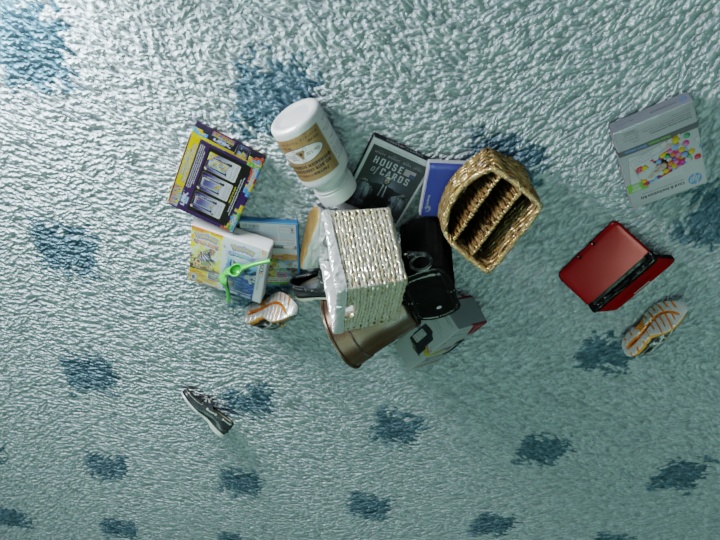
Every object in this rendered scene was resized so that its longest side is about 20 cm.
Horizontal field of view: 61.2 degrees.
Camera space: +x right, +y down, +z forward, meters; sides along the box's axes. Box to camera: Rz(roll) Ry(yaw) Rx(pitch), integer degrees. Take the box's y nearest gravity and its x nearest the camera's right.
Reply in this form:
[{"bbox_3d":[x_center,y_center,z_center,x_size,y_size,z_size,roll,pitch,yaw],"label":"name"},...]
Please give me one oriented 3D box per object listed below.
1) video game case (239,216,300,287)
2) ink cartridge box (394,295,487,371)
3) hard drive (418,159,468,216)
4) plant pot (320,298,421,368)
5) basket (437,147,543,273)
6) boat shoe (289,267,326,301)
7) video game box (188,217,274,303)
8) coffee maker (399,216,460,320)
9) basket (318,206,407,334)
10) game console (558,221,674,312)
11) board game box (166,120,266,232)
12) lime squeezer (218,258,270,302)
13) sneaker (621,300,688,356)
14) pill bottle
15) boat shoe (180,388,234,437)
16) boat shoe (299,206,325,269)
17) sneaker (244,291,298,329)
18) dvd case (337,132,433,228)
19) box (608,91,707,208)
[{"bbox_3d":[-0.218,-0.041,1.491,0.138,0.018,0.204,3,131,1],"label":"video game case"},{"bbox_3d":[0.202,0.160,1.545,0.144,0.084,0.200,-7,148,-48],"label":"ink cartridge box"},{"bbox_3d":[0.232,-0.174,1.319,0.193,0.026,0.135,1,132,-6],"label":"hard drive"},{"bbox_3d":[0.033,0.106,1.493,0.195,0.203,0.201,-27,125,17],"label":"plant pot"},{"bbox_3d":[0.251,-0.125,1.246,0.139,0.152,0.202,19,129,-22],"label":"basket"},{"bbox_3d":[-0.091,0.023,1.475,0.195,0.076,0.067,-8,132,35],"label":"boat shoe"},{"bbox_3d":[-0.316,-0.024,1.478,0.194,0.047,0.185,18,130,-1],"label":"video game box"},{"bbox_3d":[0.153,-0.029,1.351,0.130,0.203,0.196,0,133,1],"label":"coffee maker"},{"bbox_3d":[0.000,0.000,1.309,0.155,0.205,0.200,-6,150,-9],"label":"basket"},{"bbox_3d":[0.611,-0.006,1.458,0.169,0.121,0.201,-1,141,-40],"label":"game console"},{"bbox_3d":[-0.318,-0.199,1.335,0.162,0.058,0.201,25,129,-14],"label":"board game box"},{"bbox_3d":[-0.294,0.017,1.451,0.070,0.038,0.199,37,128,-18],"label":"lime squeezer"},{"bbox_3d":[0.758,0.149,1.551,0.075,0.080,0.201,12,136,-24],"label":"sneaker"},{"bbox_3d":[-0.089,-0.235,1.247,0.111,0.116,0.202,-18,128,19],"label":"pill bottle"},{"bbox_3d":[-0.476,0.431,1.895,0.060,0.075,0.201,-42,113,-9],"label":"boat shoe"},{"bbox_3d":[-0.095,-0.075,1.420,0.067,0.073,0.202,4,146,-14],"label":"boat shoe"},{"bbox_3d":[-0.215,0.110,1.561,0.077,0.080,0.197,33,152,-34],"label":"sneaker"},{"bbox_3d":[0.053,-0.189,1.337,0.147,0.025,0.202,20,130,-14],"label":"dvd case"},{"bbox_3d":[0.607,-0.238,1.241,0.152,0.042,0.202,-19,128,20],"label":"box"}]
